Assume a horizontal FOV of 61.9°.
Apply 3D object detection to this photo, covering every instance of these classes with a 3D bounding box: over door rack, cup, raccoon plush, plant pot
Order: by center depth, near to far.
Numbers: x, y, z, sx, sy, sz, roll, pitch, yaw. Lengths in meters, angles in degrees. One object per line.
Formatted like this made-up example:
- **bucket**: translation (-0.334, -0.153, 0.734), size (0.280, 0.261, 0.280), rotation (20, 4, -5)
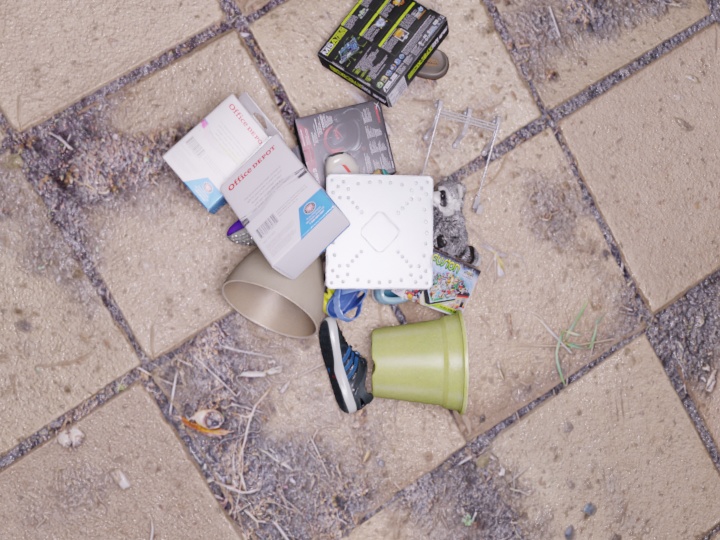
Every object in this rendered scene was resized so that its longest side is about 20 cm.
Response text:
- **cup**: translation (-0.147, 0.017, 1.149), size (0.197, 0.200, 0.146), rotation (26, 63, -8)
- **plant pot**: translation (0.110, 0.181, 1.188), size (0.179, 0.200, 0.206), rotation (0, 91, 2)
- **raccoon plush**: translation (0.197, -0.104, 1.218), size (0.198, 0.096, 0.136), rotation (19, 101, -50)
- **over door rack**: translation (0.199, -0.234, 1.248), size (0.144, 0.067, 0.205), rotation (11, 95, -9)

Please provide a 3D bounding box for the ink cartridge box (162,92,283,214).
- **ink cartridge box**: translation (-0.253, -0.224, 1.146), size (0.199, 0.125, 0.129), rotation (-42, 97, -6)

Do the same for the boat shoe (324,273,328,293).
- **boat shoe**: translation (0.000, 0.000, 1.215), size (0.198, 0.075, 0.074), rotation (-35, 102, 0)

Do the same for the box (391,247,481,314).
- **box**: translation (0.154, 0.020, 1.197), size (0.198, 0.034, 0.112), rotation (20, 96, -43)

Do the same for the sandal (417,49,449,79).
- **sandal**: translation (0.089, -0.434, 1.231), size (0.194, 0.055, 0.084), rotation (7, 89, -4)

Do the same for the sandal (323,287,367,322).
- **sandal**: translation (-0.002, 0.020, 1.142), size (0.078, 0.087, 0.203), rotation (20, 108, -26)

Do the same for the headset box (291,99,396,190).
- **headset box**: translation (-0.042, -0.241, 1.204), size (0.195, 0.075, 0.153), rotation (-16, 94, -8)

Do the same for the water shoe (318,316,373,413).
- **water shoe**: translation (-0.029, 0.185, 1.224), size (0.077, 0.071, 0.205), rotation (-17, 100, -27)

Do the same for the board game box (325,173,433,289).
- **board game box**: translation (0.034, -0.069, 1.094), size (0.194, 0.026, 0.206), rotation (0, 90, -5)

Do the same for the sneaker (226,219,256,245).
- **sneaker**: translation (-0.181, -0.127, 1.184), size (0.197, 0.069, 0.101), rotation (-26, 66, 15)

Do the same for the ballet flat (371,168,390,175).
- **ballet flat**: translation (0.070, -0.139, 1.201), size (0.062, 0.199, 0.070), rotation (-34, 52, 20)

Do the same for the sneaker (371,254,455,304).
- **sneaker**: translation (0.120, 0.024, 1.229), size (0.196, 0.082, 0.075), rotation (-26, 95, -8)

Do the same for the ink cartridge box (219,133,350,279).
- **ink cartridge box**: translation (-0.133, -0.113, 1.049), size (0.146, 0.086, 0.201), rotation (-42, 61, 5)

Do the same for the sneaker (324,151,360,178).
- **sneaker**: translation (-0.018, -0.126, 1.146), size (0.069, 0.094, 0.203), rotation (-16, 133, -7)

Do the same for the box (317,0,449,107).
- **box**: translation (0.044, -0.451, 1.188), size (0.192, 0.048, 0.202), rotation (35, 85, 24)
